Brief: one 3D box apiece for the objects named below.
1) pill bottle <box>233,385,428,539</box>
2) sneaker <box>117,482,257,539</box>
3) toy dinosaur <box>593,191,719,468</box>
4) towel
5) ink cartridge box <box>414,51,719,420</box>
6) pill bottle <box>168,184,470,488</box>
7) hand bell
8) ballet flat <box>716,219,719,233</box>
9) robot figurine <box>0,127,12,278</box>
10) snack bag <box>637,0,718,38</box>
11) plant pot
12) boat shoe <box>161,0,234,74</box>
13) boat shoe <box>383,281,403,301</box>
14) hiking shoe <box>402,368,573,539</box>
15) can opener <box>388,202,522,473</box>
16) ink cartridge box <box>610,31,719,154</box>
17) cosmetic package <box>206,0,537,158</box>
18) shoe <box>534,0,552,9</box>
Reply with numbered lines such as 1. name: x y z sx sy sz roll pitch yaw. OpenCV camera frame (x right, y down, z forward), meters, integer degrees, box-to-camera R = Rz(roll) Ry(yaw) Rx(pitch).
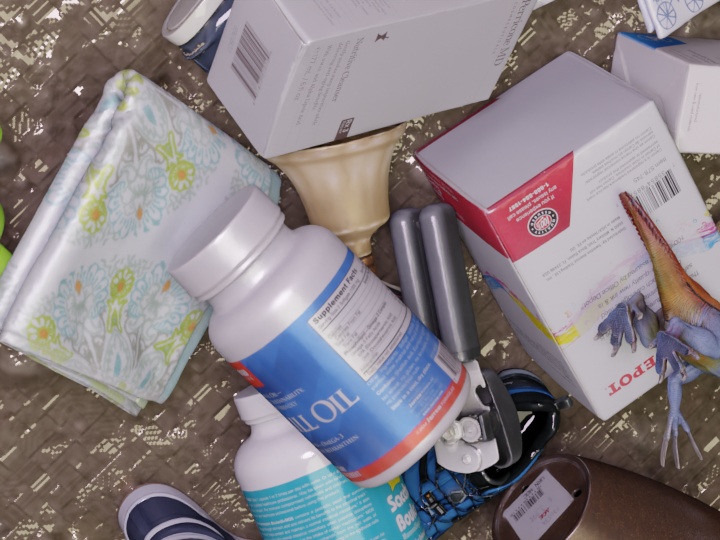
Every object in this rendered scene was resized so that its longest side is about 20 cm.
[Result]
1. pill bottle: -0.021 0.169 1.480 0.111 0.111 0.200 -24 97 -11
2. sneaker: -0.086 0.236 1.513 0.200 0.109 0.070 34 95 -27
3. toy dinosaur: 0.259 0.051 1.433 0.181 0.105 0.200 0 99 -44
4. towel: -0.149 -0.013 1.384 0.171 0.048 0.200 35 81 -54
5. ink cartridge box: 0.163 -0.026 1.492 0.145 0.145 0.200 -34 117 -6
6. pill bottle: -0.030 0.041 1.372 0.112 0.112 0.200 -45 103 0
7. hand bell: 0.000 0.000 1.445 0.104 0.104 0.200 -15 104 -15
8. ballet flat: 0.371 -0.007 1.622 0.200 0.065 0.071 8 106 -23
9. robot figurine: -0.310 -0.043 1.322 0.175 0.116 0.200 -49 120 -15
10. snack bag: 0.237 -0.283 1.435 0.200 0.021 0.189 -32 110 -37
11. plant pot: 0.196 0.229 1.567 0.187 0.187 0.200 -49 121 2
12. boat shoe: -0.048 -0.214 1.384 0.062 0.075 0.200 39 94 -26
13. boat shoe: -0.006 0.038 1.500 0.201 0.063 0.074 18 104 -24
14. hiking shoe: 0.068 0.151 1.547 0.074 0.087 0.200 44 87 -11
15. can opener: 0.065 0.050 1.481 0.066 0.053 0.200 -23 102 -55
16. ink cartridge box: 0.297 -0.128 1.522 0.200 0.116 0.067 1 108 -22
17. cosmetic package: 0.009 -0.157 1.371 0.200 0.081 0.113 -17 148 -32
18. shoe: 0.150 -0.266 1.445 0.200 0.071 0.091 -38 116 -10
